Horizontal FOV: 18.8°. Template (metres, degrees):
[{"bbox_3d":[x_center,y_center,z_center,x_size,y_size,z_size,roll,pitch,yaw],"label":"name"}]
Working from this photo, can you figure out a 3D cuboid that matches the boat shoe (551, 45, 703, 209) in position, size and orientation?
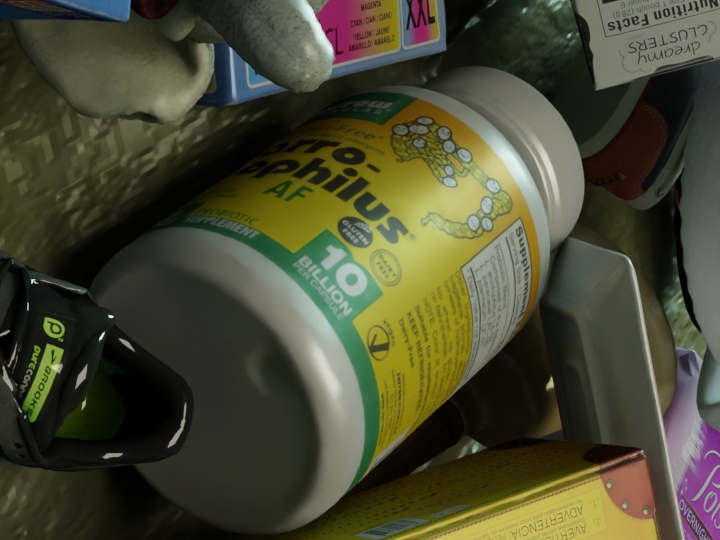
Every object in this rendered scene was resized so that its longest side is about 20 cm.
[{"bbox_3d":[0.160,-0.124,1.009,0.062,0.071,0.200,34,85,-31],"label":"boat shoe"}]

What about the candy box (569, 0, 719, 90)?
[{"bbox_3d":[0.099,-0.201,0.884,0.168,0.071,0.201,-91,166,-60],"label":"candy box"}]

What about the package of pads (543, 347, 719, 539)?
[{"bbox_3d":[0.117,0.145,1.004,0.121,0.075,0.201,55,50,-41],"label":"package of pads"}]

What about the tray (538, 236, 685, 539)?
[{"bbox_3d":[0.100,0.090,0.830,0.107,0.022,0.201,-151,-131,-80],"label":"tray"}]

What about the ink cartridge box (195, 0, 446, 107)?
[{"bbox_3d":[-0.040,-0.166,0.752,0.136,0.076,0.201,-22,109,-52],"label":"ink cartridge box"}]

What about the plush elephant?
[{"bbox_3d":[-0.059,-0.110,0.620,0.155,0.165,0.200,37,20,-23],"label":"plush elephant"}]

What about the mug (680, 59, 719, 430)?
[{"bbox_3d":[0.196,-0.011,0.910,0.200,0.147,0.176,119,-8,-47],"label":"mug"}]

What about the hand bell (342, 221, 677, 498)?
[{"bbox_3d":[0.026,0.065,0.883,0.200,0.104,0.105,-31,119,-35],"label":"hand bell"}]

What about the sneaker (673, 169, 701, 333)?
[{"bbox_3d":[0.168,-0.063,1.077,0.090,0.070,0.201,4,90,-40],"label":"sneaker"}]

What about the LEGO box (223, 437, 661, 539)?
[{"bbox_3d":[0.016,0.156,0.753,0.199,0.077,0.150,-15,98,-33],"label":"LEGO box"}]

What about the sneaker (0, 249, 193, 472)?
[{"bbox_3d":[-0.120,0.015,0.646,0.199,0.082,0.071,32,67,-51],"label":"sneaker"}]

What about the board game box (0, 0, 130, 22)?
[{"bbox_3d":[-0.133,-0.135,0.512,0.045,0.199,0.153,10,84,-54],"label":"board game box"}]

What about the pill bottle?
[{"bbox_3d":[0.000,0.000,0.791,0.200,0.112,0.113,-38,123,-46],"label":"pill bottle"}]
